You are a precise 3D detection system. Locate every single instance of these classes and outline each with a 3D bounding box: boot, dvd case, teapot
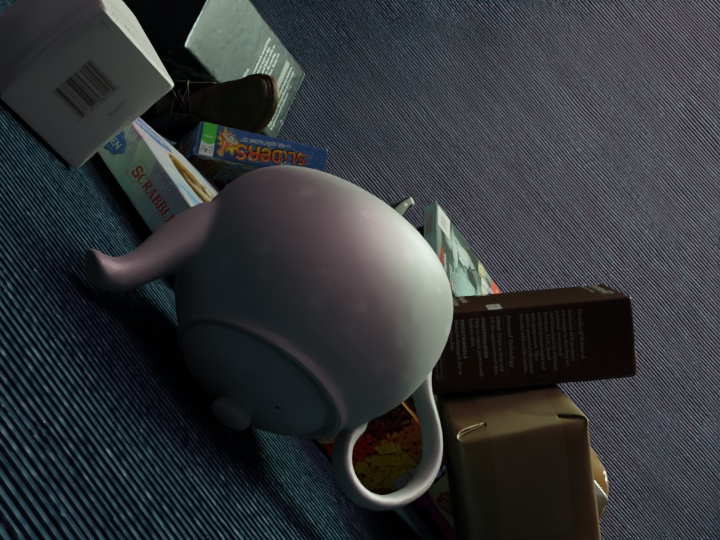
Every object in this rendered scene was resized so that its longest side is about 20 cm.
[{"bbox_3d":[-0.177,-0.175,1.103,0.097,0.200,0.075,1,83,-40],"label":"boot"},{"bbox_3d":[0.132,0.032,1.175,0.200,0.022,0.146,53,24,-29],"label":"dvd case"},{"bbox_3d":[-0.043,0.043,0.648,0.200,0.146,0.197,17,-34,23],"label":"teapot"}]

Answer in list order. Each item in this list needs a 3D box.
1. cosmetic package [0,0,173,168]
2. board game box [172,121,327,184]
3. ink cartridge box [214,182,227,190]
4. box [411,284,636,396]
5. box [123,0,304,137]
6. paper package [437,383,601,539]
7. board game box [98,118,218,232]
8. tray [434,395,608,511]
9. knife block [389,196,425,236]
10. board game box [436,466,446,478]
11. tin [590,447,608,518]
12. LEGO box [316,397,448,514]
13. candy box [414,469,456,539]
[{"bbox_3d":[-0.235,-0.181,0.828,0.085,0.108,0.200,48,5,-34],"label":"cosmetic package"},{"bbox_3d":[-0.129,-0.120,1.097,0.135,0.035,0.200,10,-3,-17],"label":"board game box"},{"bbox_3d":[-0.115,-0.059,1.314,0.173,0.044,0.200,17,-8,41],"label":"ink cartridge box"},{"bbox_3d":[0.129,0.059,0.878,0.100,0.200,0.075,-96,-178,-84],"label":"box"},{"bbox_3d":[-0.211,-0.261,1.233,0.197,0.118,0.200,9,-23,33],"label":"box"},{"bbox_3d":[0.131,0.202,0.847,0.191,0.103,0.200,-108,-171,-83],"label":"paper package"},{"bbox_3d":[-0.145,-0.042,0.912,0.200,0.041,0.200,52,3,26],"label":"board game box"},{"bbox_3d":[0.140,0.178,0.982,0.022,0.107,0.200,-4,50,-51],"label":"tray"},{"bbox_3d":[0.000,0.000,1.129,0.064,0.176,0.200,48,15,-12],"label":"knife block"},{"bbox_3d":[0.169,0.316,1.302,0.200,0.041,0.200,53,4,33],"label":"board game box"},{"bbox_3d":[0.183,0.196,1.058,0.042,0.112,0.200,47,11,-39],"label":"tin"},{"bbox_3d":[-0.002,0.115,0.923,0.149,0.077,0.200,50,4,-4],"label":"LEGO box"},{"bbox_3d":[0.143,0.290,1.071,0.136,0.061,0.200,51,3,27],"label":"candy box"}]
